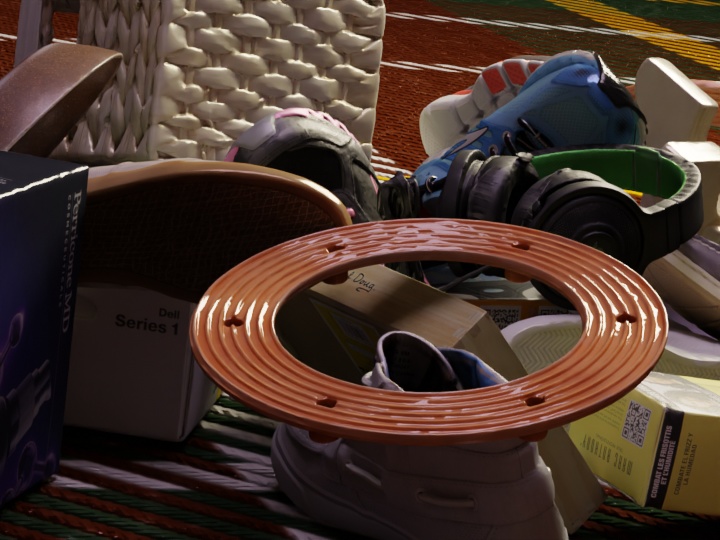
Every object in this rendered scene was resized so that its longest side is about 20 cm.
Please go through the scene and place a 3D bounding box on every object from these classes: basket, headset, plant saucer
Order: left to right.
[{"bbox_3d":[-0.205,-0.052,1.428,0.034,0.200,0.200,43,14,-2],"label":"plant saucer"},{"bbox_3d":[-0.091,-0.118,1.597,0.123,0.137,0.199,7,1,42],"label":"basket"},{"bbox_3d":[0.085,-0.034,1.364,0.199,0.095,0.123,-25,28,-37],"label":"headset"}]

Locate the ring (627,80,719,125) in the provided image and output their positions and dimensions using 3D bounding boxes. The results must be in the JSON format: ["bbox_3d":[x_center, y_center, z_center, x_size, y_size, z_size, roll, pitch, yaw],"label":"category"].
[{"bbox_3d":[0.221,-0.056,1.700,0.199,0.201,0.019,9,56,9],"label":"ring"}]

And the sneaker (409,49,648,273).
[{"bbox_3d":[0.079,-0.046,1.501,0.200,0.079,0.090,-39,2,44],"label":"sneaker"}]

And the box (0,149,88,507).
[{"bbox_3d":[-0.201,0.029,1.139,0.103,0.149,0.200,10,13,15],"label":"box"}]

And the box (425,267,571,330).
[{"bbox_3d":[0.030,0.018,1.569,0.199,0.042,0.119,3,13,-28],"label":"box"}]

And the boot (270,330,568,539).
[{"bbox_3d":[0.021,0.067,1.180,0.073,0.096,0.200,-21,25,-29],"label":"boot"}]

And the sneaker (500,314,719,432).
[{"bbox_3d":[0.119,0.053,1.404,0.199,0.074,0.115,10,6,-36],"label":"sneaker"}]

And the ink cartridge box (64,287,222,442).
[{"bbox_3d":[-0.134,0.015,1.385,0.144,0.085,0.200,8,12,7],"label":"ink cartridge box"}]

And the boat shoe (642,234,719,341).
[{"bbox_3d":[0.235,0.022,1.441,0.199,0.065,0.072,31,-8,-5],"label":"boat shoe"}]

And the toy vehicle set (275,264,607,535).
[{"bbox_3d":[0.020,0.045,1.280,0.027,0.125,0.200,-45,35,-16],"label":"toy vehicle set"}]

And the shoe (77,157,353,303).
[{"bbox_3d":[-0.099,-0.023,1.246,0.198,0.070,0.053,-1,24,10],"label":"shoe"}]

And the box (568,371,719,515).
[{"bbox_3d":[0.199,0.086,1.277,0.199,0.051,0.075,9,10,-28],"label":"box"}]

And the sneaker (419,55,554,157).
[{"bbox_3d":[0.110,-0.098,1.591,0.082,0.078,0.200,-28,11,-26],"label":"sneaker"}]

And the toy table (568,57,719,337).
[{"bbox_3d":[0.205,-0.024,1.570,0.184,0.118,0.200,39,26,18],"label":"toy table"}]

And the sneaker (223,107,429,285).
[{"bbox_3d":[0.000,0.000,1.376,0.095,0.079,0.200,49,-4,46],"label":"sneaker"}]

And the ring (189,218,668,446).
[{"bbox_3d":[0.028,0.027,1.130,0.199,0.019,0.201,0,26,0],"label":"ring"}]
